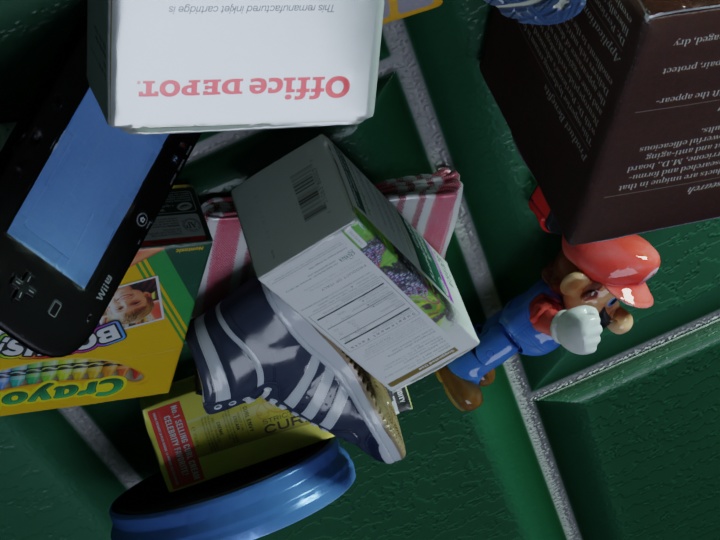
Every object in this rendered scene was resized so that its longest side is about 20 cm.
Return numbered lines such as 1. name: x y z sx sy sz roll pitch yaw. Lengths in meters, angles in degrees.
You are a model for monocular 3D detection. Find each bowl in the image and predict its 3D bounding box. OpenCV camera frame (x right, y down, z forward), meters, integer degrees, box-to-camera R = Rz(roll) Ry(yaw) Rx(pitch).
1. bowl: -0.103 0.172 1.331 0.199 0.040 0.201 -18 -174 2

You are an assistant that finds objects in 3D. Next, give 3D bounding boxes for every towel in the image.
1. towel: -0.031 -0.010 1.237 0.198 0.030 0.147 -6 142 -18

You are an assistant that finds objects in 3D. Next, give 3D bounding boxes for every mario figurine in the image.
1. mario figurine: 0.158 0.047 1.342 0.200 0.124 0.106 -38 131 27

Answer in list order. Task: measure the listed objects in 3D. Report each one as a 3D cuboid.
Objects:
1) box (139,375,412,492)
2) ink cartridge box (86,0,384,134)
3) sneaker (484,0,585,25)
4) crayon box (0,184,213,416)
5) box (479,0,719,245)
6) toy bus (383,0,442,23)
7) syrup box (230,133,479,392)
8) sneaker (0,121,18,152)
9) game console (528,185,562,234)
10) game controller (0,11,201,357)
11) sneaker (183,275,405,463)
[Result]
1. box: -0.066 0.101 1.314 0.199 0.050 0.076 -17 102 -6
2. ink cartridge box: -0.063 -0.179 0.863 0.145 0.084 0.201 -3 116 -19
3. sneaker: 0.083 -0.228 0.909 0.077 0.085 0.201 -7 123 27
4. crayon box: -0.214 0.026 1.148 0.199 0.059 0.173 -6 142 -23
5. box: 0.190 -0.150 1.047 0.163 0.167 0.201 -11 145 -17
6. toy bus: -0.017 -0.178 0.980 0.199 0.065 0.079 -18 145 -7
7. syrup box: 0.000 0.000 1.171 0.081 0.079 0.200 -30 143 14
8. sneaker: -0.243 -0.066 0.988 0.198 0.080 0.130 -13 152 1
9. game console: 0.231 -0.092 1.247 0.198 0.031 0.177 -12 153 -17
10. game controller: -0.159 -0.053 0.984 0.104 0.201 0.042 36 161 -29
11. sneaker: -0.051 0.086 1.245 0.108 0.070 0.200 -29 125 8
